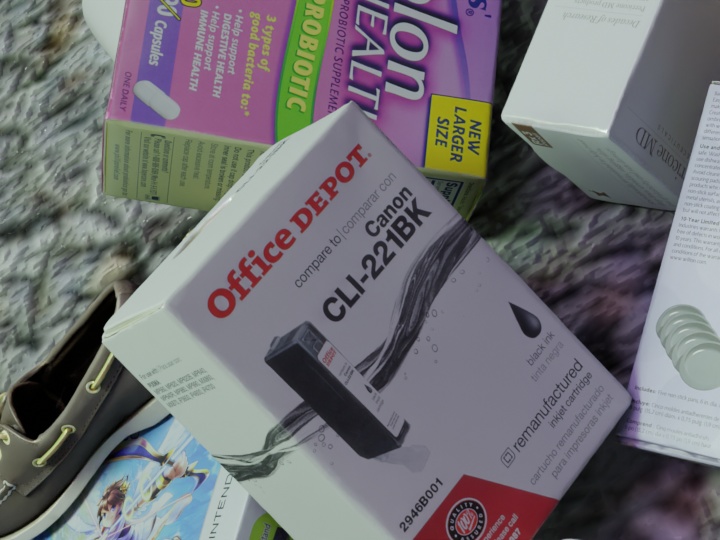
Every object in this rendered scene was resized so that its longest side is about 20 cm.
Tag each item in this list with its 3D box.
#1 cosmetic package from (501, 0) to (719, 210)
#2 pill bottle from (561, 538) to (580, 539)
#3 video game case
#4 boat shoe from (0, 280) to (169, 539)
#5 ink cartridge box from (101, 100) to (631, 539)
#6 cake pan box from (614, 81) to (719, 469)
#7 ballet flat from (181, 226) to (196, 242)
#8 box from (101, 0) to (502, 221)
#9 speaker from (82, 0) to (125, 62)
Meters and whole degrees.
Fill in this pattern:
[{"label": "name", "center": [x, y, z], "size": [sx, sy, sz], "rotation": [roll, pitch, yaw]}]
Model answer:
[{"label": "cosmetic package", "center": [0.157, -0.140, 0.984], "size": [0.074, 0.102, 0.200], "rotation": [12, 76, 40]}, {"label": "pill bottle", "center": [0.105, 0.228, 0.830], "size": [0.114, 0.114, 0.200], "rotation": [10, 75, 39]}, {"label": "video game case", "center": [-0.096, 0.115, 0.982], "size": [0.200, 0.045, 0.181], "rotation": [-14, 52, 49]}, {"label": "boat shoe", "center": [-0.157, 0.075, 1.000], "size": [0.200, 0.059, 0.072], "rotation": [-41, 35, 30]}, {"label": "ink cartridge box", "center": [0.004, 0.045, 0.888], "size": [0.144, 0.200, 0.084], "rotation": [-49, 10, -28]}, {"label": "cake pan box", "center": [0.230, 0.013, 0.876], "size": [0.200, 0.052, 0.184], "rotation": [9, 83, 39]}, {"label": "ballet flat", "center": [0.000, 0.000, 0.996], "size": [0.200, 0.065, 0.071], "rotation": [13, 65, 7]}, {"label": "box", "center": [-0.029, -0.123, 1.044], "size": [0.200, 0.097, 0.176], "rotation": [9, 67, -5]}, {"label": "speaker", "center": [-0.096, -0.119, 1.170], "size": [0.081, 0.081, 0.200], "rotation": [-46, 49, 9]}]
